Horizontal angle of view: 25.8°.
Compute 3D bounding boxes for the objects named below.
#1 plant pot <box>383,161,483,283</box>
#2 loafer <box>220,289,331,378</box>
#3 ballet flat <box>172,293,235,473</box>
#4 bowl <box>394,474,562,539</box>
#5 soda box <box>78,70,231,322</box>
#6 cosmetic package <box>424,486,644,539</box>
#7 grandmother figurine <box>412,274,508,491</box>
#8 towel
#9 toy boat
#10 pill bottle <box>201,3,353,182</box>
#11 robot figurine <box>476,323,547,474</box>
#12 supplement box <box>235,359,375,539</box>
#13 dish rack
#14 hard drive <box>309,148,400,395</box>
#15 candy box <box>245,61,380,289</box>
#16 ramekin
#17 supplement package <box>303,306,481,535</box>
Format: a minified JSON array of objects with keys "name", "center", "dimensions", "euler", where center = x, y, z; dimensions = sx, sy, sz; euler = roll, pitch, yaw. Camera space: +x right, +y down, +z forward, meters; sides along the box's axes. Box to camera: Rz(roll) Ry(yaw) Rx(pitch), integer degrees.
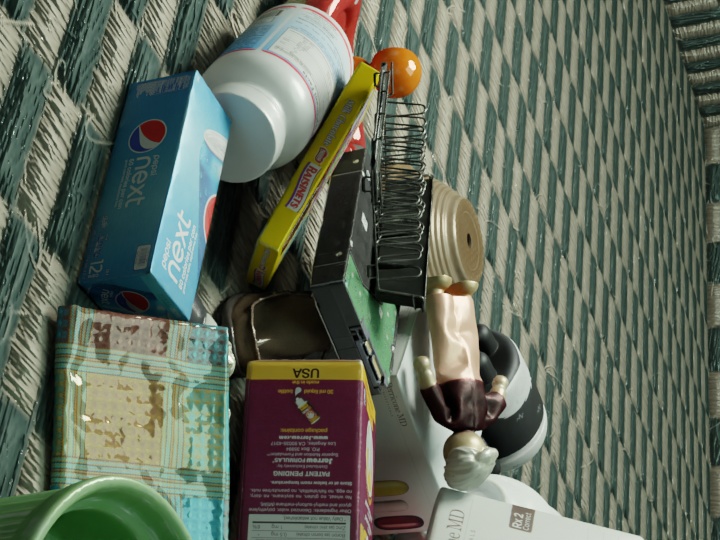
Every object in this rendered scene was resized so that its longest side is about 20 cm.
[{"name":"plant pot","center":[0.080,-0.027,1.770],"dimensions":[0.201,0.093,0.201],"euler":[-8,90,-68]},{"name":"loafer","center":[-0.063,0.046,1.408],"dimensions":[0.200,0.071,0.073],"euler":[-25,105,-68]},{"name":"ballet flat","center":[-0.133,0.092,1.211],"dimensions":[0.073,0.073,0.200],"euler":[47,42,-56]},{"name":"bowl","center":[0.113,0.274,1.593],"dimensions":[0.201,0.201,0.090],"euler":[-73,149,-47]},{"name":"soda box","center":[-0.156,-0.057,1.220],"dimensions":[0.068,0.064,0.200],"euler":[57,33,-47]},{"name":"cosmetic package","center":[0.141,0.328,1.425],"dimensions":[0.165,0.200,0.165],"euler":[-68,170,-62]},{"name":"grandmother figurine","center":[0.094,0.109,1.483],"dimensions":[0.121,0.061,0.200],"euler":[8,67,-31]},{"name":"towel","center":[-0.155,0.131,1.127],"dimensions":[0.146,0.022,0.200],"euler":[10,73,-38]},{"name":"toy boat","center":[-0.004,-0.191,1.543],"dimensions":[0.131,0.130,0.200],"euler":[-11,94,-78]},{"name":"pill bottle","center":[-0.082,-0.154,1.382],"dimensions":[0.200,0.109,0.109],"euler":[-59,136,-58]},{"name":"robot figurine","center":[0.141,0.149,1.825],"dimensions":[0.150,0.125,0.200],"euler":[-47,136,-18]},{"name":"supplement box","center":[-0.043,0.189,1.325],"dimensions":[0.131,0.103,0.200],"euler":[79,12,-67]},{"name":"dish rack","center":[0.034,-0.078,1.389],"dimensions":[0.200,0.054,0.154],"euler":[86,7,-49]},{"name":"hard drive","center":[0.000,0.000,1.454],"dimensions":[0.200,0.038,0.140],"euler":[-82,156,-49]},{"name":"candy box","center":[-0.043,-0.084,1.407],"dimensions":[0.200,0.026,0.102],"euler":[-61,-179,-22]},{"name":"ramekin","center":[-0.187,0.229,0.967],"dimensions":[0.200,0.098,0.200],"euler":[22,64,-58]},{"name":"supplement package","center":[0.032,0.138,1.564],"dimensions":[0.156,0.111,0.200],"euler":[-69,144,-52]}]
